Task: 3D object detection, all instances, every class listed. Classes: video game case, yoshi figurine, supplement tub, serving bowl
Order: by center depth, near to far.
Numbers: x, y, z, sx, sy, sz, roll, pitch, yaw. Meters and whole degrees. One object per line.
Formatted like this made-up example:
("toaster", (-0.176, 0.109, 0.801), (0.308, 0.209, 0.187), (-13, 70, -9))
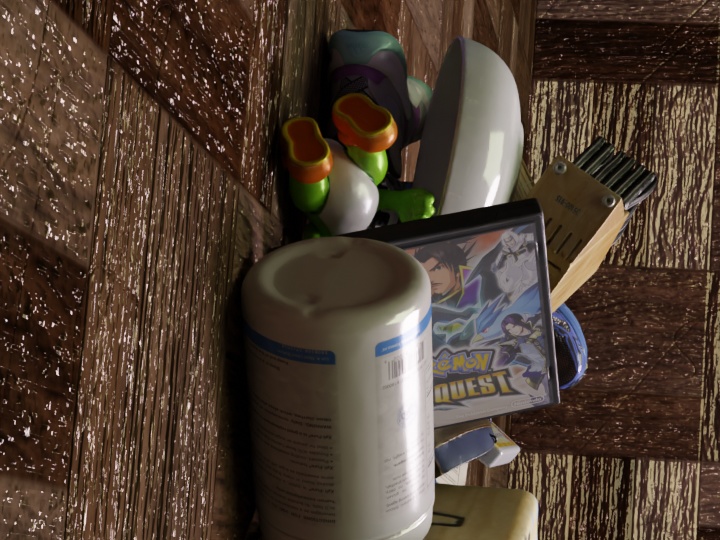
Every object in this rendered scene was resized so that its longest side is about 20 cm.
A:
("supplement tub", (-0.014, 0.090, 1.456), (0.132, 0.131, 0.201), (-71, 162, -60))
("video game case", (0.044, 0.044, 1.563), (0.026, 0.199, 0.181), (-105, -175, -55))
("yoshi figurine", (-0.006, -0.024, 1.575), (0.200, 0.112, 0.112), (86, 19, -46))
("serving bowl", (0.087, -0.082, 1.668), (0.200, 0.066, 0.201), (-169, -90, -83))
("video game case", (0.065, 0.109, 1.901), (0.023, 0.182, 0.200), (-48, 171, 3))

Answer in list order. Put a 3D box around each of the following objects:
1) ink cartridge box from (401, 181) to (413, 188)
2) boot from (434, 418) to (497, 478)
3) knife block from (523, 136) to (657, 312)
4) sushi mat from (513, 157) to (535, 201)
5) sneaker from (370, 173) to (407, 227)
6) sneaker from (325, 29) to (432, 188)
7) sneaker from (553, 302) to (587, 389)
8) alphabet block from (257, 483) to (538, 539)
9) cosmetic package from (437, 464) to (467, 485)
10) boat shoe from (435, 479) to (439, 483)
("ink cartridge box", (0.053, -0.062, 1.933), (0.200, 0.099, 0.039), (-31, 123, -81))
("boot", (0.073, 0.121, 1.713), (0.200, 0.075, 0.097), (-2, 66, -61))
("knife block", (0.161, -0.019, 1.693), (0.200, 0.064, 0.176), (-53, 166, -5))
("sushi mat", (0.100, -0.092, 1.769), (0.200, 0.012, 0.096), (-111, -145, -46))
("sneaker", (0.000, 0.000, 1.772), (0.080, 0.073, 0.201), (126, -26, -50))
("sneaker", (0.009, -0.103, 1.749), (0.200, 0.077, 0.141), (43, 52, -66))
("sneaker", (0.113, 0.030, 1.793), (0.075, 0.200, 0.078), (-46, -178, 23))
("alphabet block", (0.028, 0.273, 1.581), (0.200, 0.195, 0.196), (-45, 135, -77))
("cosmetic package", (0.029, 0.212, 1.823), (0.105, 0.071, 0.200), (42, 39, -27))
("boat shoe", (0.003, 0.154, 1.698), (0.200, 0.072, 0.072), (60, 17, -10))
